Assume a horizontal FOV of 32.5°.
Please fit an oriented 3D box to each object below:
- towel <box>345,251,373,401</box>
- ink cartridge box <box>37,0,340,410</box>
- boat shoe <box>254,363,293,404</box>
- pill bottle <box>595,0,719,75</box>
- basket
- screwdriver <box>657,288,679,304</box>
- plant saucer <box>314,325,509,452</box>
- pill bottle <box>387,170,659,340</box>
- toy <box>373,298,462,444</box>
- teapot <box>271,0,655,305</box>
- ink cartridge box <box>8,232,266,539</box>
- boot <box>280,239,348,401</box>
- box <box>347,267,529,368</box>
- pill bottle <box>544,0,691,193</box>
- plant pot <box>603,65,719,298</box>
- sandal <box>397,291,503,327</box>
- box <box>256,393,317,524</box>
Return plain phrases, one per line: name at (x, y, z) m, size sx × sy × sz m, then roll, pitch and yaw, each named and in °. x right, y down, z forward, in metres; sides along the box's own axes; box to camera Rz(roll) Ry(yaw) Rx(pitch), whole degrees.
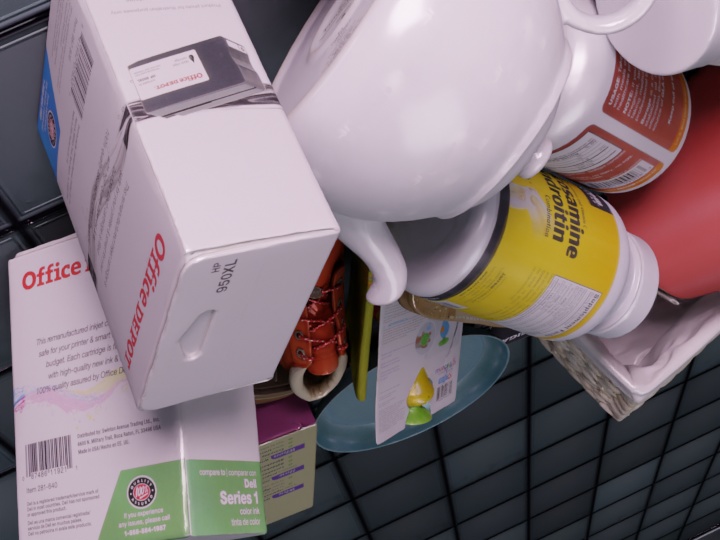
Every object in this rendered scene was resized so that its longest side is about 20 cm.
towel at (0.000, 0.000, 0.911) m, size 0.018 × 0.087 × 0.201 m, roll 1°, pitch 134°, yaw -3°
ink cartridge box at (-0.099, -0.051, 0.647) m, size 0.083 × 0.201 × 0.145 m, roll -11°, pitch 150°, yaw -26°
boat shoe at (-0.139, 0.085, 1.009) m, size 0.198 × 0.073 × 0.068 m, roll 3°, pitch 146°, yaw -29°
pill bottle at (0.248, -0.194, 0.768) m, size 0.199 × 0.115 × 0.115 m, roll -23°, pitch 155°, yaw -30°
basket at (0.270, 0.026, 1.148) m, size 0.199 × 0.136 × 0.124 m, roll -39°, pitch 163°, yaw -15°
screwdriver at (0.177, -0.022, 1.009) m, size 0.199 × 0.028 × 0.029 m, roll 33°, pitch 154°, yaw -12°
plant saucer at (0.044, 0.107, 1.144) m, size 0.198 × 0.028 × 0.201 m, roll -19°, pitch 151°, yaw -11°
pill bottle at (0.119, -0.014, 0.873) m, size 0.199 × 0.113 × 0.112 m, roll 18°, pitch 131°, yaw -37°
toy at (0.037, 0.025, 0.984) m, size 0.115 × 0.047 × 0.202 m, roll -20°, pitch 115°, yaw -49°
teapot at (0.048, -0.104, 0.671) m, size 0.145 × 0.199 × 0.200 m, roll 32°, pitch 158°, yaw -16°
ink cartridge box at (-0.147, 0.078, 0.796) m, size 0.144 × 0.202 × 0.084 m, roll -15°, pitch 164°, yaw 30°
boot at (-0.035, 0.018, 0.934) m, size 0.074 × 0.108 × 0.201 m, roll -14°, pitch 149°, yaw -18°
box at (0.085, 0.029, 1.126) m, size 0.198 × 0.050 × 0.199 m, roll -19°, pitch 151°, yaw -14°
pill bottle at (0.135, -0.125, 0.826) m, size 0.112 × 0.113 × 0.199 m, roll -39°, pitch 150°, yaw 24°
plant pot at (0.305, -0.078, 0.995) m, size 0.177 × 0.202 × 0.199 m, roll -32°, pitch 155°, yaw 37°
sandal at (0.124, 0.018, 0.975) m, size 0.210 × 0.069 × 0.079 m, roll -1°, pitch 107°, yaw -44°
box at (-0.137, 0.168, 1.117) m, size 0.174 × 0.097 × 0.201 m, roll -20°, pitch 152°, yaw -14°
